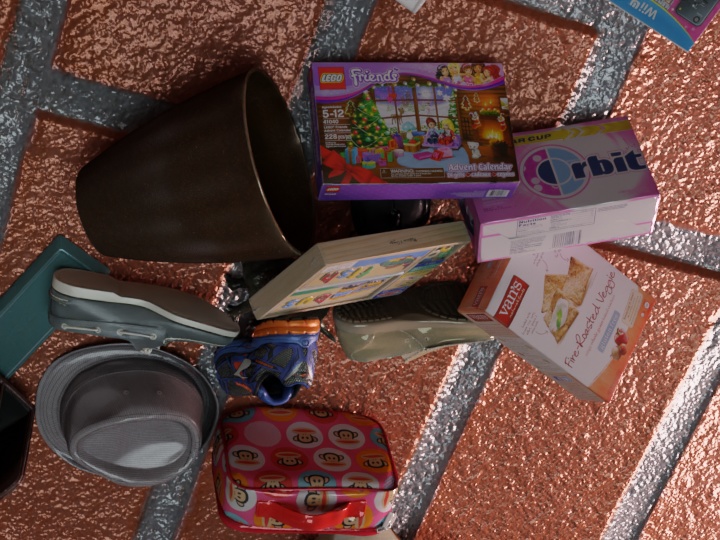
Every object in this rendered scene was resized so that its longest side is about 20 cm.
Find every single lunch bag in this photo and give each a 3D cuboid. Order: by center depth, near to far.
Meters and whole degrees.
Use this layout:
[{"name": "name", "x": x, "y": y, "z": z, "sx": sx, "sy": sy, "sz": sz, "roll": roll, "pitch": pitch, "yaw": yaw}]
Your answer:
[{"name": "lunch bag", "x": -0.059, "y": 0.227, "z": 1.670, "sx": 0.200, "sy": 0.176, "sz": 0.082, "roll": 4, "pitch": 117, "yaw": -13}]

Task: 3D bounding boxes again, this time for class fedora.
[{"name": "fedora", "x": -0.251, "y": 0.172, "z": 1.649, "sx": 0.200, "sy": 0.090, "sz": 0.177, "roll": 8, "pitch": 116, "yaw": -15}]

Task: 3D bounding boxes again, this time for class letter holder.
[{"name": "letter holder", "x": -0.452, "y": 0.204, "z": 1.586, "sx": 0.200, "sy": 0.142, "sz": 0.101, "roll": -33, "pitch": 120, "yaw": 14}]

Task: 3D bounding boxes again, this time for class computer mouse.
[{"name": "computer mouse", "x": 0.037, "y": -0.084, "z": 1.590, "sx": 0.138, "sy": 0.053, "sz": 0.200, "roll": -15, "pitch": 120, "yaw": -2}]

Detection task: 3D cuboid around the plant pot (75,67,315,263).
[{"name": "plant pot", "x": -0.169, "y": -0.081, "z": 1.491, "sx": 0.200, "sy": 0.187, "sz": 0.187, "roll": -14, "pitch": 121, "yaw": 13}]

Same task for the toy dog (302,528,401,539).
[{"name": "toy dog", "x": 0.031, "y": 0.358, "z": 1.802, "sx": 0.200, "sy": 0.140, "sz": 0.194, "roll": 21, "pitch": 76, "yaw": -20}]

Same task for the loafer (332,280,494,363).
[{"name": "loafer", "x": 0.064, "y": 0.060, "z": 1.665, "sx": 0.200, "sy": 0.076, "sz": 0.068, "roll": -1, "pitch": 128, "yaw": -13}]

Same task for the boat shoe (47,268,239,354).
[{"name": "boat shoe", "x": -0.227, "y": 0.052, "z": 1.581, "sx": 0.200, "sy": 0.073, "sz": 0.062, "roll": 15, "pitch": 108, "yaw": -13}]

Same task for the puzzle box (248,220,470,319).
[{"name": "puzzle box", "x": 0.000, "y": 0.000, "z": 1.541, "sx": 0.200, "sy": 0.025, "sz": 0.133, "roll": -10, "pitch": 161, "yaw": -40}]

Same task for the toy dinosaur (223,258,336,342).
[{"name": "toy dinosaur", "x": -0.079, "y": 0.021, "z": 1.612, "sx": 0.102, "sy": 0.077, "sz": 0.200, "roll": -33, "pitch": 116, "yaw": 23}]

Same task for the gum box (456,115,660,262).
[{"name": "gum box", "x": 0.195, "y": -0.084, "z": 1.577, "sx": 0.200, "sy": 0.114, "sz": 0.066, "roll": -9, "pitch": 143, "yaw": -6}]

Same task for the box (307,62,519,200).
[{"name": "box", "x": 0.051, "y": -0.140, "z": 1.518, "sx": 0.200, "sy": 0.137, "sz": 0.039, "roll": -2, "pitch": 157, "yaw": -11}]

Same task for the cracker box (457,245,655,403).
[{"name": "cracker box", "x": 0.216, "y": 0.038, "z": 1.654, "sx": 0.200, "sy": 0.058, "sz": 0.134, "roll": 35, "pitch": 72, "yaw": -26}]

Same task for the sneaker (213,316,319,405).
[{"name": "sneaker", "x": -0.103, "y": 0.107, "z": 1.606, "sx": 0.075, "sy": 0.079, "sz": 0.200, "roll": 2, "pitch": 162, "yaw": -23}]

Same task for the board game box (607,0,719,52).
[{"name": "board game box", "x": 0.322, "y": -0.339, "z": 1.502, "sx": 0.147, "sy": 0.064, "sz": 0.200, "roll": 27, "pitch": 111, "yaw": -23}]

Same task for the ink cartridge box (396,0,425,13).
[{"name": "ink cartridge box", "x": 0.014, "y": -0.358, "z": 1.416, "sx": 0.200, "sy": 0.085, "sz": 0.146, "roll": 31, "pitch": 109, "yaw": -27}]

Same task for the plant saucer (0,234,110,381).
[{"name": "plant saucer", "x": -0.354, "y": 0.053, "z": 1.606, "sx": 0.070, "sy": 0.019, "sz": 0.200, "roll": 38, "pitch": 106, "yaw": -26}]
